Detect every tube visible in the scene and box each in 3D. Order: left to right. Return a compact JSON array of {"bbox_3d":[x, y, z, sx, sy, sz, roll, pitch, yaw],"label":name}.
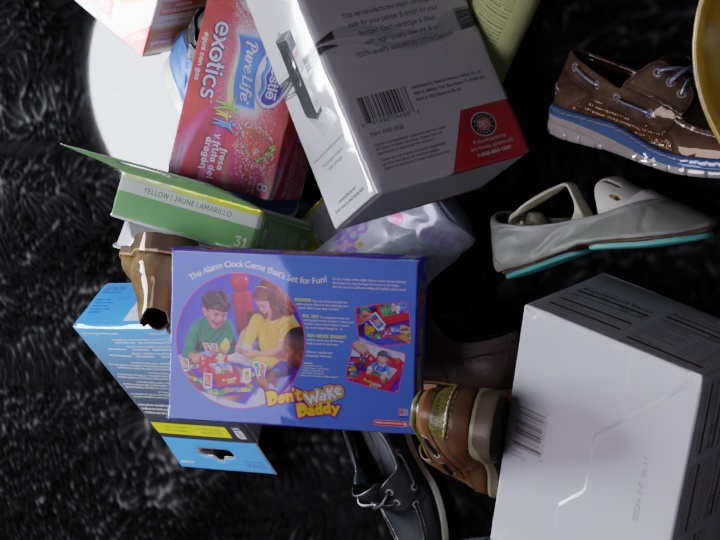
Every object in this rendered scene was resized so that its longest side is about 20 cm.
[{"bbox_3d":[0.103,-0.194,1.275,0.051,0.058,0.201,18,130,-9],"label":"tube"}]

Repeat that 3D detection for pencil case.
[{"bbox_3d":[0.000,0.000,1.335,0.200,0.083,0.091,-42,105,11],"label":"pencil case"}]

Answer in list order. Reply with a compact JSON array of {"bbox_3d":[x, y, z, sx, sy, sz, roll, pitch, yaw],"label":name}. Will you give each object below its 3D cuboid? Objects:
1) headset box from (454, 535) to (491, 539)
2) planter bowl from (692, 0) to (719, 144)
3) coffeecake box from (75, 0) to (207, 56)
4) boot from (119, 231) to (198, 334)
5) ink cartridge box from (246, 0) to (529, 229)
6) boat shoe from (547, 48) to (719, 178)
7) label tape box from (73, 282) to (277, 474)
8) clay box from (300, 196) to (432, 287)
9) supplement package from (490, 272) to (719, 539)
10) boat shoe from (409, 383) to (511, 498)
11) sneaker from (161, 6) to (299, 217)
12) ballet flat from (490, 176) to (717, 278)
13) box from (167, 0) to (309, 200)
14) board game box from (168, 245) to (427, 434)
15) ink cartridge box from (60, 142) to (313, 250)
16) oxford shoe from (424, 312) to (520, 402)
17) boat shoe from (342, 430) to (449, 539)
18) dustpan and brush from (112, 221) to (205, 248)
[{"bbox_3d":[0.117,0.268,1.323,0.199,0.148,0.076,-14,93,44],"label":"headset box"},{"bbox_3d":[0.321,-0.144,1.057,0.199,0.083,0.203,14,112,39],"label":"planter bowl"},{"bbox_3d":[-0.197,-0.324,1.493,0.153,0.073,0.201,39,126,27],"label":"coffeecake box"},{"bbox_3d":[-0.176,0.017,1.408,0.200,0.073,0.076,138,140,-81],"label":"boot"},{"bbox_3d":[0.019,-0.151,1.247,0.084,0.143,0.202,-36,73,59],"label":"ink cartridge box"},{"bbox_3d":[0.217,-0.115,1.170,0.199,0.072,0.073,18,113,39],"label":"boat shoe"},{"bbox_3d":[-0.163,0.103,1.579,0.143,0.063,0.201,-1,133,43],"label":"label tape box"},{"bbox_3d":[-0.034,0.020,1.460,0.200,0.047,0.115,-43,75,42],"label":"clay box"},{"bbox_3d":[0.200,0.128,1.230,0.155,0.110,0.202,23,117,36],"label":"supplement package"},{"bbox_3d":[0.082,0.126,1.277,0.067,0.200,0.073,9,70,13],"label":"boat shoe"},{"bbox_3d":[-0.104,-0.143,1.456,0.201,0.076,0.111,61,143,19],"label":"sneaker"},{"bbox_3d":[0.175,-0.039,1.237,0.199,0.067,0.064,-13,87,44],"label":"ballet flat"},{"bbox_3d":[-0.081,-0.164,1.361,0.095,0.100,0.202,15,95,12],"label":"box"},{"bbox_3d":[-0.049,0.053,1.284,0.198,0.045,0.136,3,95,11],"label":"board game box"},{"bbox_3d":[-0.144,-0.050,1.353,0.144,0.200,0.048,16,90,24],"label":"ink cartridge box"},{"bbox_3d":[0.045,0.066,1.377,0.198,0.071,0.073,8,102,21],"label":"oxford shoe"},{"bbox_3d":[0.019,0.177,1.439,0.074,0.066,0.201,-10,95,53],"label":"boat shoe"},{"bbox_3d":[-0.183,-0.029,1.558,0.200,0.138,0.058,42,121,58],"label":"dustpan and brush"}]
